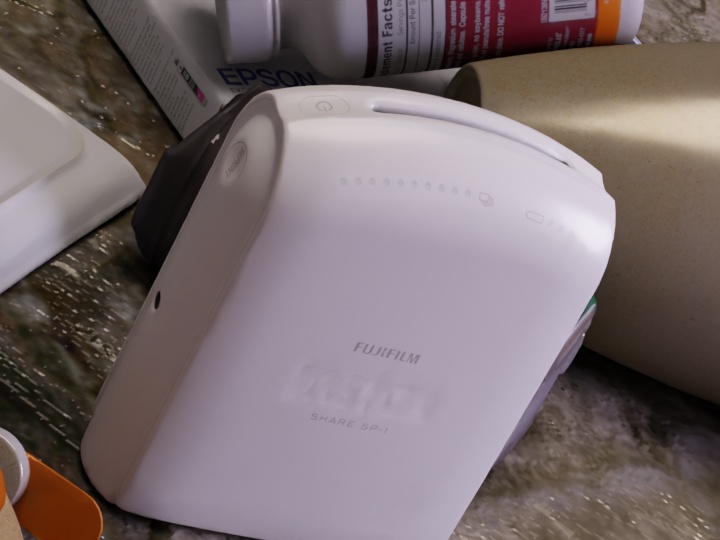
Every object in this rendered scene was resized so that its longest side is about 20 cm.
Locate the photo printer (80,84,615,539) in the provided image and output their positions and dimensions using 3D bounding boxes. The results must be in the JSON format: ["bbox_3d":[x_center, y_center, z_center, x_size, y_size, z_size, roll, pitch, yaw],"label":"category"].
[{"bbox_3d":[-0.001,0.018,1.199,0.166,0.201,0.070,13,33,-27],"label":"photo printer"}]

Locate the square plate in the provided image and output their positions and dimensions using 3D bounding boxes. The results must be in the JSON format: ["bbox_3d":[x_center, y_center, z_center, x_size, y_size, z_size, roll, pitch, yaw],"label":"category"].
[{"bbox_3d":[-0.213,-0.065,1.320,0.198,0.029,0.200,35,30,9],"label":"square plate"}]

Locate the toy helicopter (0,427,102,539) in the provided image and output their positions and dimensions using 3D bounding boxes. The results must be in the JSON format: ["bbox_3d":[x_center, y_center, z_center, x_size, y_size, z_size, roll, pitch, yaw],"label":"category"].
[{"bbox_3d":[-0.170,0.045,1.131,0.132,0.079,0.201,27,33,-54],"label":"toy helicopter"}]

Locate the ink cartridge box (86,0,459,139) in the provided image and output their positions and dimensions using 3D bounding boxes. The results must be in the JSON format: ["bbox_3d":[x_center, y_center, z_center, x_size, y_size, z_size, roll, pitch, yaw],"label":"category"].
[{"bbox_3d":[-0.042,-0.128,1.549,0.196,0.043,0.200,1,42,-39],"label":"ink cartridge box"}]

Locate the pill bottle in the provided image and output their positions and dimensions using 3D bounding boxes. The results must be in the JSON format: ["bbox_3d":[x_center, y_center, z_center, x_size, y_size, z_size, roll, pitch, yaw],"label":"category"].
[{"bbox_3d":[0.030,-0.152,1.443,0.199,0.113,0.113,-6,37,-6],"label":"pill bottle"}]

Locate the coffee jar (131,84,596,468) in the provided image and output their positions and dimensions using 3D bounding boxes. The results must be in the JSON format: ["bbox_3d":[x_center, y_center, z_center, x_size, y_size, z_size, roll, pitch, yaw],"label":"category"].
[{"bbox_3d":[0.000,0.000,1.342,0.199,0.086,0.104,32,29,7],"label":"coffee jar"}]

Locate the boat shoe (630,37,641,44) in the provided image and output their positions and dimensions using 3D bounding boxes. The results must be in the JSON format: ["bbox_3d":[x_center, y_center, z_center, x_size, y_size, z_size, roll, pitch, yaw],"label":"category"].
[{"bbox_3d":[0.136,-0.075,1.547,0.200,0.071,0.091,31,25,-40],"label":"boat shoe"}]

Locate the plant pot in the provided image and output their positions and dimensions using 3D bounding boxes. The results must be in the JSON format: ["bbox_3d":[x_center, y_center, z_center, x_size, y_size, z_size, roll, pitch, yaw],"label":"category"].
[{"bbox_3d":[0.135,-0.032,1.431,0.199,0.188,0.188,11,33,-14],"label":"plant pot"}]
